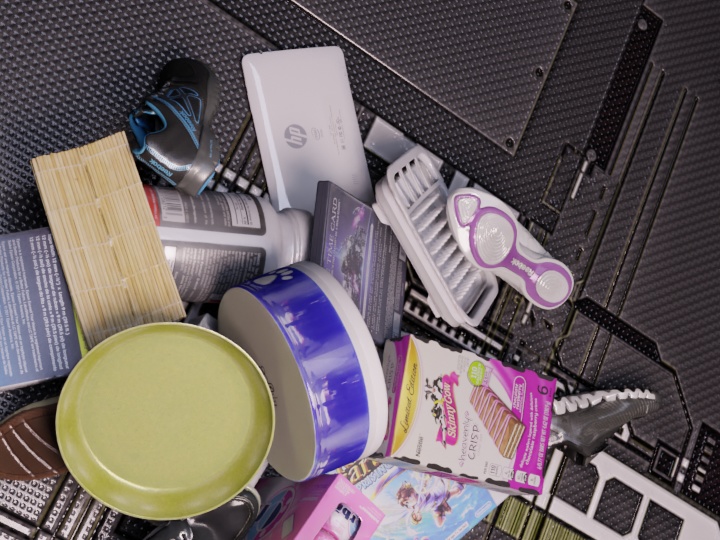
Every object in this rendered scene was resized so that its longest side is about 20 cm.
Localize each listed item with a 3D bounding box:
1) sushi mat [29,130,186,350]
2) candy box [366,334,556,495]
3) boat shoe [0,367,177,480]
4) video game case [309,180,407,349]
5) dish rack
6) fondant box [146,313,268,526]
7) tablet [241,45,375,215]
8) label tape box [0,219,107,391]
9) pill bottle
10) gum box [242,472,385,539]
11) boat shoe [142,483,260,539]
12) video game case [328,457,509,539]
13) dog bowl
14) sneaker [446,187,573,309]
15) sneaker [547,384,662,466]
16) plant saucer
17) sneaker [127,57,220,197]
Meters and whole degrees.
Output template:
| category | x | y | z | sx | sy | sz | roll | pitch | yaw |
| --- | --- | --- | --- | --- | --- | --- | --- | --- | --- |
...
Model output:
| category | x | y | z | sx | sy | sz | roll | pitch | yaw |
| --- | --- | --- | --- | --- | --- | --- | --- | --- | --- |
| sushi mat | -0.239 | -0.030 | 1.158 | 0.095 | 0.012 | 0.201 | -17 | 76 | -15 |
| candy box | 0.114 | 0.161 | 1.349 | 0.199 | 0.061 | 0.137 | 17 | 73 | -24 |
| boat shoe | -0.266 | 0.141 | 1.189 | 0.202 | 0.075 | 0.075 | -21 | 105 | 2 |
| video game case | 0.000 | 0.000 | 1.329 | 0.200 | 0.019 | 0.144 | 27 | 65 | -59 |
| dish rack | 0.081 | -0.035 | 1.390 | 0.200 | 0.043 | 0.172 | 60 | 23 | -6 |
| fondant box | -0.163 | 0.167 | 1.258 | 0.144 | 0.058 | 0.200 | 39 | 68 | -16 |
| tablet | -0.057 | -0.153 | 1.392 | 0.130 | 0.014 | 0.201 | -11 | 86 | -28 |
| label tape box | -0.316 | 0.037 | 1.175 | 0.199 | 0.066 | 0.144 | -11 | 85 | -16 |
| pill bottle | -0.150 | -0.024 | 1.264 | 0.199 | 0.116 | 0.116 | 5 | 79 | -26 |
| gum box | -0.068 | 0.266 | 1.207 | 0.066 | 0.200 | 0.114 | 44 | 63 | -14 |
| boat shoe | -0.179 | 0.278 | 1.175 | 0.199 | 0.066 | 0.075 | -30 | 108 | 2 |
| video game case | 0.049 | 0.230 | 1.363 | 0.200 | 0.045 | 0.182 | -35 | 97 | -27 |
| dog bowl | -0.059 | 0.097 | 1.179 | 0.079 | 0.200 | 0.201 | -19 | 90 | -27 |
| sneaker | 0.160 | -0.029 | 1.434 | 0.075 | 0.100 | 0.200 | -47 | 119 | 1 |
| sneaker | 0.277 | 0.188 | 1.479 | 0.199 | 0.066 | 0.091 | -4 | 86 | -24 |
| plant saucer | -0.180 | 0.136 | 1.138 | 0.199 | 0.031 | 0.201 | -3 | 109 | -8 |
| sneaker | -0.190 | -0.163 | 1.243 | 0.082 | 0.073 | 0.200 | 27 | 30 | -31 |
